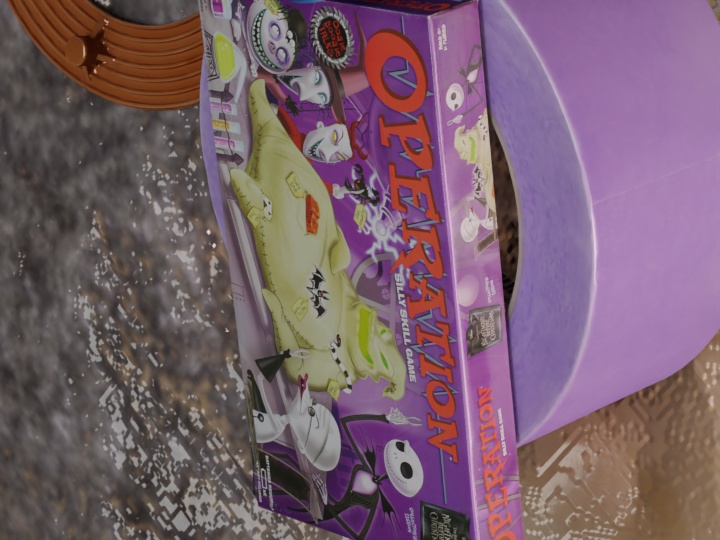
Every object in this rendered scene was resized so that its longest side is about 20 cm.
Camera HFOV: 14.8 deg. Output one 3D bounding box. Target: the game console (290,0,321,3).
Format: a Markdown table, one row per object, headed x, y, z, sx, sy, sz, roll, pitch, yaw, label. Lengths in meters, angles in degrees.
| x | y | z | sx | sy | sz | roll | pitch | yaw | label |
| --- | --- | --- | --- | --- | --- | --- | --- | --- | --- |
| 0.008 | -0.203 | 0.929 | 0.200 | 0.118 | 0.171 | -129 | 41 | -54 | game console |

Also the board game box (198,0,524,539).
| x | y | z | sx | sy | sz | roll | pitch | yaw | label |
| --- | --- | --- | --- | --- | --- | --- | --- | --- | --- |
| 0.000 | 0.000 | 0.952 | 0.120 | 0.032 | 0.201 | 11 | 115 | 42 | board game box |

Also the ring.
| x | y | z | sx | sy | sz | roll | pitch | yaw | label |
| --- | --- | --- | --- | --- | --- | --- | --- | --- | --- |
| -0.092 | -0.165 | 1.132 | 0.200 | 0.019 | 0.201 | 7 | 100 | 38 | ring |

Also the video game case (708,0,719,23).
| x | y | z | sx | sy | sz | roll | pitch | yaw | label |
| --- | --- | --- | --- | --- | --- | --- | --- | --- | --- |
| 0.156 | -0.098 | 0.942 | 0.143 | 0.018 | 0.200 | 54 | 125 | 19 | video game case |

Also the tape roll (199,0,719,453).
| x | y | z | sx | sy | sz | roll | pitch | yaw | label |
| --- | --- | --- | --- | --- | --- | --- | --- | --- | --- |
| 0.037 | -0.039 | 0.977 | 0.200 | 0.085 | 0.201 | 23 | 122 | 42 | tape roll |
